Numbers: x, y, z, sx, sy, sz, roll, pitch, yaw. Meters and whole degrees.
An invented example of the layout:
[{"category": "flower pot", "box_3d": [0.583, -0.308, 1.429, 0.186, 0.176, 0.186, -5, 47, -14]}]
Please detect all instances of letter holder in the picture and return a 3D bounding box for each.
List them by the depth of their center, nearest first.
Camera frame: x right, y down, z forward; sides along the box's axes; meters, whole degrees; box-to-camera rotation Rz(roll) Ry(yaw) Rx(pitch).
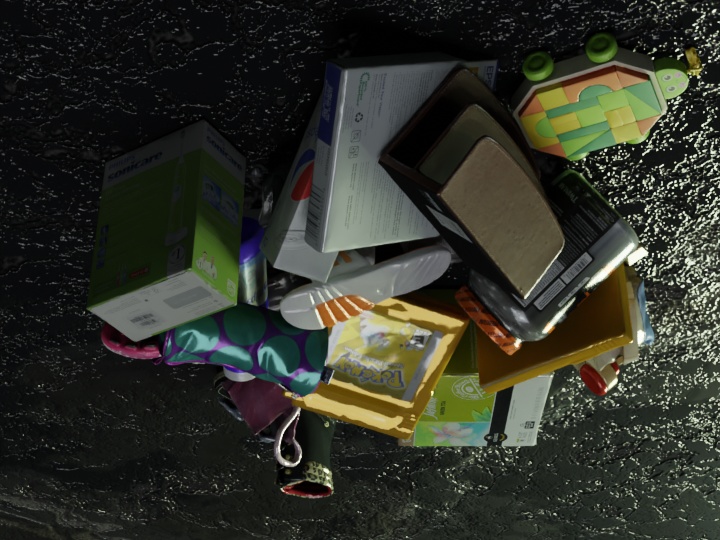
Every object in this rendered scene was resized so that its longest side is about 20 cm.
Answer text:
[{"category": "letter holder", "box_3d": [0.138, -0.093, 1.424, 0.142, 0.100, 0.200, -50, 134, -6]}]

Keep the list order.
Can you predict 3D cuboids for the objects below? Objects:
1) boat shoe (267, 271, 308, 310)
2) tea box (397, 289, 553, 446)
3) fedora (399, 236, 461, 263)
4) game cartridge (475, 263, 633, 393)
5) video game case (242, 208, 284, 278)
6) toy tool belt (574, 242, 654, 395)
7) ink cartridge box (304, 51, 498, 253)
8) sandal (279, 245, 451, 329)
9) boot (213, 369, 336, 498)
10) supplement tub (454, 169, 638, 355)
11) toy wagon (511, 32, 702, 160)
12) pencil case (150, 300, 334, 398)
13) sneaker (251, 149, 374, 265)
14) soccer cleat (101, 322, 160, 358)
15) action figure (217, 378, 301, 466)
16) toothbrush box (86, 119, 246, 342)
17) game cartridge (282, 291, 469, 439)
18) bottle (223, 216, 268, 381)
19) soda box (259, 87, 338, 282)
[{"category": "boat shoe", "box_3d": [-0.101, 0.019, 1.705, 0.198, 0.058, 0.067, -16, 180, 26]}, {"category": "tea box", "box_3d": [0.145, 0.132, 1.830, 0.194, 0.135, 0.201, 0, 146, 1]}, {"category": "fedora", "box_3d": [0.093, -0.074, 1.565, 0.175, 0.091, 0.201, 3, 146, -5]}, {"category": "game cartridge", "box_3d": [0.228, 0.041, 1.660, 0.199, 0.178, 0.032, -22, 140, 29]}, {"category": "video game case", "box_3d": [-0.150, -0.015, 1.710, 0.197, 0.023, 0.183, -3, 146, 1]}, {"category": "toy tool belt", "box_3d": [0.326, 0.061, 1.737, 0.122, 0.125, 0.201, -36, 138, -14]}, {"category": "ink cartridge box", "box_3d": [0.042, -0.125, 1.426, 0.198, 0.043, 0.198, -10, 119, -36]}, {"category": "sandal", "box_3d": [0.001, 0.005, 1.555, 0.205, 0.060, 0.080, -18, 145, -13]}, {"category": "boot", "box_3d": [-0.116, 0.227, 1.946, 0.202, 0.155, 0.073, 21, 140, -29]}, {"category": "supplement tub", "box_3d": [0.209, -0.006, 1.573, 0.200, 0.123, 0.122, -45, 134, 7]}, {"category": "toy wagon", "box_3d": [0.262, -0.185, 1.452, 0.198, 0.040, 0.155, -14, 144, 19]}, {"category": "pencil case", "box_3d": [-0.132, 0.084, 1.568, 0.198, 0.093, 0.085, 16, 178, -17]}, {"category": "sneaker", "box_3d": [-0.054, -0.069, 1.589, 0.113, 0.076, 0.201, -10, 139, 15]}, {"category": "soccer cleat", "box_3d": [-0.242, 0.097, 1.827, 0.197, 0.070, 0.087, -3, 146, 2]}, {"category": "action figure", "box_3d": [-0.087, 0.131, 1.810, 0.200, 0.149, 0.134, -44, 150, 3]}, {"category": "toothbrush box", "box_3d": [-0.210, -0.043, 1.506, 0.144, 0.202, 0.086, -20, 142, 26]}, {"category": "game cartridge", "box_3d": [0.015, 0.105, 1.668, 0.174, 0.033, 0.201, 17, 121, -10]}, {"category": "bottle", "box_3d": [-0.146, 0.038, 1.638, 0.065, 0.084, 0.202, 11, 123, 19]}, {"category": "soda box", "box_3d": [-0.037, -0.094, 1.465, 0.068, 0.063, 0.202, 18, 104, -25]}]
